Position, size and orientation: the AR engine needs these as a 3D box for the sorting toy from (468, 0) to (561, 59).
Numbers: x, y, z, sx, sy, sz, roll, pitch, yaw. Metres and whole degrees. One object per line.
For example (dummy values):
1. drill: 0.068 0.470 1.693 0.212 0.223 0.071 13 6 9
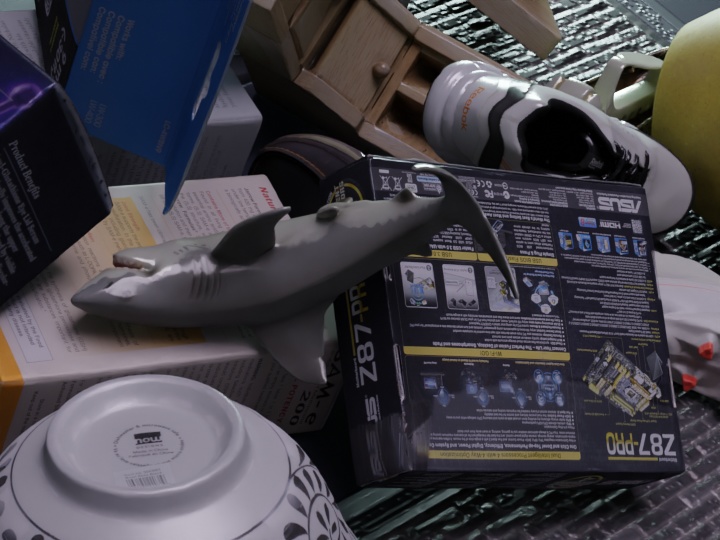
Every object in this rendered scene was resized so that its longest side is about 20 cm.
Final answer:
1. sorting toy: 0.053 -0.252 1.594 0.200 0.070 0.199 37 19 -20

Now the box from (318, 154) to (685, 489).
1. box: 0.076 0.030 1.295 0.199 0.049 0.162 3 72 -40

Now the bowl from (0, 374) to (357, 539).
1. bowl: -0.094 0.109 1.119 0.199 0.095 0.201 0 33 0

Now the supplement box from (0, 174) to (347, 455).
1. supplement box: -0.118 0.025 1.267 0.199 0.074 0.126 -5 48 -30

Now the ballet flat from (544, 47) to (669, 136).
1. ballet flat: 0.140 -0.097 1.542 0.068 0.076 0.200 41 41 20

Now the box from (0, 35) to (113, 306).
1. box: -0.241 -0.033 1.169 0.200 0.105 0.148 -43 59 -17

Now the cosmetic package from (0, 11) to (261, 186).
1. cosmetic package: -0.167 -0.083 1.359 0.199 0.071 0.102 -5 47 -33

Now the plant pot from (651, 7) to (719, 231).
1. plant pot: 0.260 -0.090 1.530 0.141 0.201 0.200 10 32 25

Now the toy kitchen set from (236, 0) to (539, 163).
1. toy kitchen set: 0.040 -0.158 1.412 0.180 0.200 0.164 30 81 11

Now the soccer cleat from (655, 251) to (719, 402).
1. soccer cleat: 0.149 0.013 1.432 0.199 0.069 0.078 27 32 -7

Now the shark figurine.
1. shark figurine: -0.015 0.008 1.204 0.128 0.213 0.090 -11 88 -70

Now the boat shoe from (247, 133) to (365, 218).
1. boat shoe: 0.000 0.000 1.359 0.073 0.075 0.200 -19 54 -41

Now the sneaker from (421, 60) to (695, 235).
1. sneaker: 0.125 -0.057 1.416 0.199 0.074 0.080 18 3 -41

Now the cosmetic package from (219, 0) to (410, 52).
1. cosmetic package: -0.071 -0.192 1.549 0.199 0.071 0.102 -9 48 -35

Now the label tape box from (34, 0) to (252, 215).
1. label tape box: -0.115 -0.149 1.276 0.066 0.144 0.201 8 41 -19
